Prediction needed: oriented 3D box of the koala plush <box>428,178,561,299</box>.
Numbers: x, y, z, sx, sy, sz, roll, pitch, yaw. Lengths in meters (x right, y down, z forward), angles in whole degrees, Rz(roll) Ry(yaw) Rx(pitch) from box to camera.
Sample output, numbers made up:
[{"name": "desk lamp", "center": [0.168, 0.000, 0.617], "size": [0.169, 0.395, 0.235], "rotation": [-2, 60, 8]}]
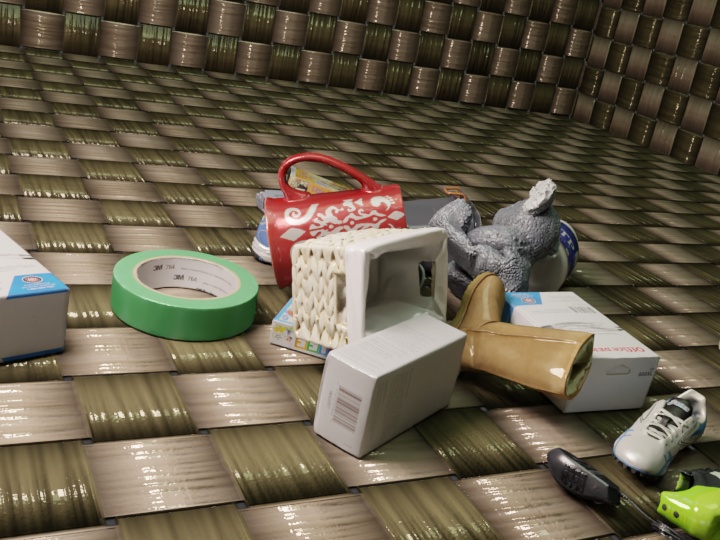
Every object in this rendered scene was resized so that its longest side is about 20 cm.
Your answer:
[{"name": "koala plush", "center": [0.245, -0.041, 1.353], "size": [0.198, 0.179, 0.183], "rotation": [-35, 46, -17]}]

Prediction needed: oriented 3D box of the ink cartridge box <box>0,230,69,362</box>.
[{"name": "ink cartridge box", "center": [-0.453, 0.027, 0.986], "size": [0.144, 0.086, 0.198], "rotation": [-9, 28, -44]}]

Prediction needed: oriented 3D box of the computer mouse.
[{"name": "computer mouse", "center": [0.278, 0.254, 0.890], "size": [0.199, 0.034, 0.058], "rotation": [33, 3, 34]}]

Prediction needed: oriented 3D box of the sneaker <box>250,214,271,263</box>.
[{"name": "sneaker", "center": [-0.080, -0.046, 1.403], "size": [0.196, 0.079, 0.076], "rotation": [7, 19, -17]}]

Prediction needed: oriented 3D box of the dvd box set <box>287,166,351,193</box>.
[{"name": "dvd box set", "center": [-0.054, -0.156, 1.704], "size": [0.196, 0.030, 0.146], "rotation": [20, 11, -8]}]

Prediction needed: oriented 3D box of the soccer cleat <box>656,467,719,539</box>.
[{"name": "soccer cleat", "center": [0.397, 0.240, 0.927], "size": [0.198, 0.069, 0.080], "rotation": [-5, 19, -45]}]

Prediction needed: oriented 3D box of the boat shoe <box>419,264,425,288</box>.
[{"name": "boat shoe", "center": [0.000, 0.000, 1.297], "size": [0.196, 0.077, 0.060], "rotation": [1, -15, 21]}]

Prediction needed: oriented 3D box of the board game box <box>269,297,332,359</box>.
[{"name": "board game box", "center": [-0.035, 0.067, 1.192], "size": [0.132, 0.035, 0.200], "rotation": [15, 20, 8]}]

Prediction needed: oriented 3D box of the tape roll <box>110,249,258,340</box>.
[{"name": "tape roll", "center": [-0.239, 0.030, 1.156], "size": [0.196, 0.049, 0.201], "rotation": [10, 21, -4]}]

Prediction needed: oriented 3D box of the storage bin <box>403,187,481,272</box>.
[{"name": "storage bin", "center": [0.133, -0.074, 1.531], "size": [0.131, 0.149, 0.201], "rotation": [-1, 21, -6]}]

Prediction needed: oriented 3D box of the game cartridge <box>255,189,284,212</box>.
[{"name": "game cartridge", "center": [-0.105, -0.106, 1.610], "size": [0.131, 0.041, 0.200], "rotation": [-4, 25, -29]}]

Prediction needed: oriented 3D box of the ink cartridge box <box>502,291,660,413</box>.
[{"name": "ink cartridge box", "center": [0.294, 0.110, 1.190], "size": [0.142, 0.085, 0.200], "rotation": [1, 23, -26]}]

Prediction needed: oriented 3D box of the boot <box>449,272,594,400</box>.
[{"name": "boot", "center": [0.216, 0.083, 1.111], "size": [0.197, 0.067, 0.177], "rotation": [5, 52, 41]}]

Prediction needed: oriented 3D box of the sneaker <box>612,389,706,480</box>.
[{"name": "sneaker", "center": [0.366, 0.195, 1.028], "size": [0.071, 0.074, 0.198], "rotation": [27, 26, 33]}]

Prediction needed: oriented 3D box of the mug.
[{"name": "mug", "center": [-0.034, -0.070, 1.211], "size": [0.195, 0.180, 0.135], "rotation": [-8, 45, 0]}]

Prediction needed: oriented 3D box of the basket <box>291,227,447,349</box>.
[{"name": "basket", "center": [0.013, 0.018, 1.076], "size": [0.121, 0.139, 0.198], "rotation": [8, 13, 35]}]

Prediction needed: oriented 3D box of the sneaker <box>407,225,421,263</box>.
[{"name": "sneaker", "center": [0.058, -0.037, 1.410], "size": [0.087, 0.082, 0.201], "rotation": [-31, 30, 6]}]

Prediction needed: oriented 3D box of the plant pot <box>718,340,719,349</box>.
[{"name": "plant pot", "center": [0.736, 0.099, 1.340], "size": [0.174, 0.203, 0.200], "rotation": [15, 17, -24]}]

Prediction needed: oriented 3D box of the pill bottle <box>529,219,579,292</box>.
[{"name": "pill bottle", "center": [0.334, -0.031, 1.537], "size": [0.118, 0.122, 0.200], "rotation": [18, 21, 18]}]

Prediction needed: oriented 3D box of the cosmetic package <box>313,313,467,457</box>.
[{"name": "cosmetic package", "center": [0.039, 0.127, 0.979], "size": [0.073, 0.104, 0.199], "rotation": [24, 23, 29]}]
